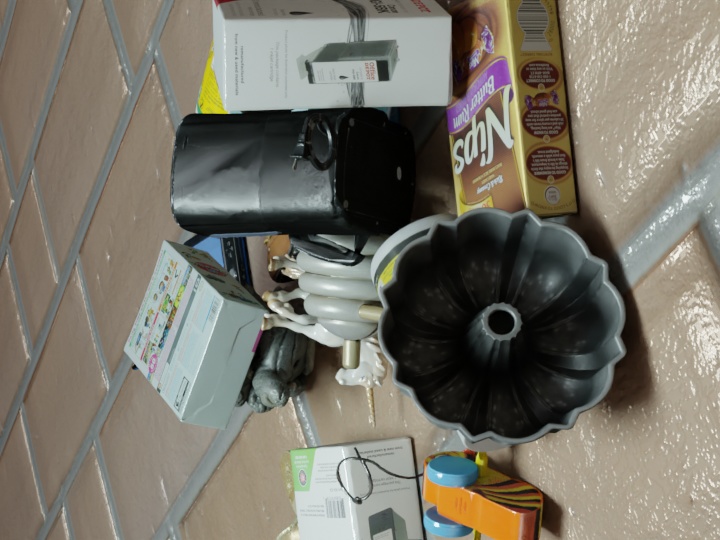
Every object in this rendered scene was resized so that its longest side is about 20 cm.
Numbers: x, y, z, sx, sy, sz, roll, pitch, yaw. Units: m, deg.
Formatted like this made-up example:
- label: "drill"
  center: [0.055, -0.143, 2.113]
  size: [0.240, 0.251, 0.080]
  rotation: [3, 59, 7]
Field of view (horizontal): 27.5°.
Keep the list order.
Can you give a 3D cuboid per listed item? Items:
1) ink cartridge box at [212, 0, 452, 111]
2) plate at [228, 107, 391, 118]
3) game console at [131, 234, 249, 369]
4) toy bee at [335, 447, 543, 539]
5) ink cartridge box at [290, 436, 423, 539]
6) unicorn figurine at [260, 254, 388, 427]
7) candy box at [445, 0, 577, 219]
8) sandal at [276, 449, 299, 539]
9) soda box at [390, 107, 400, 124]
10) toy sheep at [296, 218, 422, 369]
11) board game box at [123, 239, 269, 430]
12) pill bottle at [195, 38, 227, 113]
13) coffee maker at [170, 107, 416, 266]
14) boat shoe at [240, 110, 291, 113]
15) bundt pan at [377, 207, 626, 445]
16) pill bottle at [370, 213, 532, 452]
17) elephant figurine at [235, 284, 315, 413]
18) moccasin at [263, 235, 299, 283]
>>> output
- label: "ink cartridge box"
  center: [-0.028, -0.201, 1.315]
  size: [0.147, 0.200, 0.083]
  rotation: [-115, 24, -67]
- label: "plate"
  center: [-0.048, -0.168, 1.480]
  size: [0.200, 0.026, 0.200]
  rotation: [-1, 88, 33]
- label: "game console"
  center: [-0.233, 0.030, 1.948]
  size: [0.200, 0.118, 0.171]
  rotation: [-24, 73, 61]
- label: "toy bee"
  center: [0.096, 0.193, 1.370]
  size: [0.200, 0.109, 0.131]
  rotation: [36, 121, 26]
- label: "ink cartridge box"
  center: [-0.001, 0.283, 1.569]
  size: [0.145, 0.084, 0.200]
  rotation: [-17, 79, 63]
- label: "unicorn figurine"
  center: [-0.036, 0.051, 1.559]
  size: [0.074, 0.137, 0.200]
  rotation: [113, 166, -48]
- label: "candy box"
  center: [0.126, -0.140, 1.283]
  size: [0.117, 0.056, 0.200]
  rotation: [-12, 85, 63]
- label: "sandal"
  center: [-0.071, 0.303, 1.724]
  size: [0.212, 0.070, 0.078]
  rotation: [62, 145, 38]
- label: "soda box"
  center: [-0.008, -0.225, 1.522]
  size: [0.068, 0.064, 0.200]
  rotation: [-7, 89, 63]
- label: "toy sheep"
  center: [0.000, 0.000, 1.474]
  size: [0.138, 0.138, 0.200]
  rotation: [7, 90, 63]
- label: "board game box"
  center: [-0.189, 0.069, 1.666]
  size: [0.200, 0.064, 0.148]
  rotation: [38, 110, 55]
- label: "pill bottle"
  center: [-0.116, -0.244, 1.678]
  size: [0.113, 0.113, 0.200]
  rotation: [63, 146, 37]
- label: "coffee maker"
  center: [-0.076, -0.099, 1.366]
  size: [0.200, 0.192, 0.135]
  rotation: [0, 60, 31]
- label: "boat shoe"
  center: [-0.050, -0.231, 1.436]
  size: [0.200, 0.074, 0.073]
  rotation: [-43, 56, 14]
- label: "bundt pan"
  center: [0.113, 0.054, 1.207]
  size: [0.076, 0.202, 0.202]
  rotation: [90, 165, -68]
- label: "pill bottle"
  center: [0.093, 0.056, 1.316]
  size: [0.200, 0.112, 0.112]
  rotation: [66, 147, 33]
- label: "elephant figurine"
  center: [-0.095, 0.083, 1.676]
  size: [0.155, 0.141, 0.200]
  rotation: [64, 156, 9]
- label: "moccasin"
  center: [-0.063, -0.058, 1.659]
  size: [0.078, 0.074, 0.201]
  rotation: [67, 159, 16]
